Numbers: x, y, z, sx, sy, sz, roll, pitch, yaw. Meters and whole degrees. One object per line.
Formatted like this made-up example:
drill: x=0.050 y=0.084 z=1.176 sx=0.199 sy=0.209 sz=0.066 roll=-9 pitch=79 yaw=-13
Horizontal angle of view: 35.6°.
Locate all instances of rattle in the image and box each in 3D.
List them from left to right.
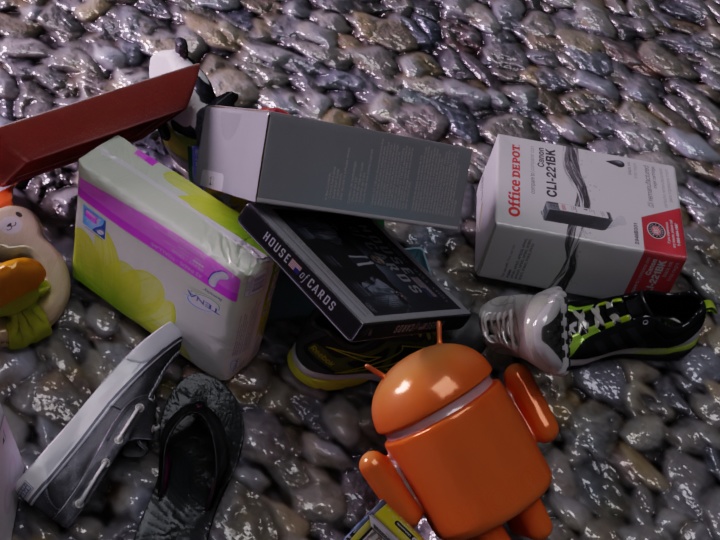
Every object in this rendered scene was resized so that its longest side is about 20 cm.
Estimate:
rattle: x=-0.338 y=-0.038 z=1.029 sx=0.130 sy=0.143 sz=0.200 roll=-7 pitch=58 yaw=2

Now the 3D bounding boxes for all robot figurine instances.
robot figurine: x=0.086 y=0.147 z=0.951 sx=0.200 sy=0.144 sz=0.117 roll=60 pitch=25 yaw=1

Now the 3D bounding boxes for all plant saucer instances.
plant saucer: x=-0.263 y=-0.131 z=1.067 sx=0.200 sy=0.200 sz=0.037 roll=-23 pitch=96 yaw=-26
plant saucer: x=-0.024 y=0.017 z=1.119 sx=0.199 sy=0.019 sz=0.070 roll=-5 pitch=53 yaw=-16

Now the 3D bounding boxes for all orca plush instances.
orca plush: x=-0.154 y=-0.178 z=1.128 sx=0.071 sy=0.106 sz=0.200 roll=2 pitch=10 yaw=-27

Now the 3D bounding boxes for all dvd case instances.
dvd case: x=0.000 y=0.000 z=0.982 sx=0.150 sy=0.025 sz=0.200 roll=45 pitch=22 yaw=22

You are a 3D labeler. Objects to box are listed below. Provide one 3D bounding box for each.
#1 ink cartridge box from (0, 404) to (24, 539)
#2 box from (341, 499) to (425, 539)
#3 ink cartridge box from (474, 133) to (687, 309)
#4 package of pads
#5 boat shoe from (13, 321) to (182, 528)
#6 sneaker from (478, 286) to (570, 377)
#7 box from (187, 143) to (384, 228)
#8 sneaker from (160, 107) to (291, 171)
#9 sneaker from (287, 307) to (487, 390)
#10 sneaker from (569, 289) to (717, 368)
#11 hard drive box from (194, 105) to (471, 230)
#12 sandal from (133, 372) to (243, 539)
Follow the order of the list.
ink cartridge box: x=-0.299 y=0.195 z=0.835 sx=0.057 sy=0.163 sz=0.200 roll=-3 pitch=53 yaw=-7
box: x=0.044 y=0.294 z=0.868 sx=0.200 sy=0.038 sz=0.137 roll=43 pitch=48 yaw=10
ink cartridge box: x=0.226 y=-0.053 z=1.174 sx=0.199 sy=0.084 sz=0.145 roll=10 pitch=46 yaw=-2
package of pads: x=-0.172 y=-0.007 z=1.022 sx=0.200 sy=0.155 sz=0.068 roll=33 pitch=46 yaw=15
boat shoe: x=-0.205 y=0.131 z=0.961 sx=0.068 sy=0.072 sz=0.200 roll=39 pitch=54 yaw=-3
sneaker: x=0.144 y=0.053 z=0.988 sx=0.081 sy=0.200 sz=0.075 roll=0 pitch=90 yaw=7
box: x=-0.069 y=-0.072 z=1.121 sx=0.199 sy=0.118 sz=0.048 roll=-4 pitch=9 yaw=-15
sneaker: x=-0.112 y=-0.142 z=1.181 sx=0.199 sy=0.090 sz=0.078 roll=10 pitch=53 yaw=-1
sneaker: x=0.034 y=0.064 z=1.049 sx=0.199 sy=0.085 sz=0.075 roll=-8 pitch=55 yaw=-17
sneaker: x=0.253 y=0.043 z=1.108 sx=0.199 sy=0.083 sz=0.072 roll=-3 pitch=52 yaw=-13
hard drive box: x=-0.027 y=-0.094 z=1.008 sx=0.200 sy=0.077 sz=0.156 roll=7 pitch=6 yaw=-27
sandal: x=-0.143 y=0.169 z=0.956 sx=0.075 sy=0.048 sz=0.201 roll=9 pitch=52 yaw=-3
